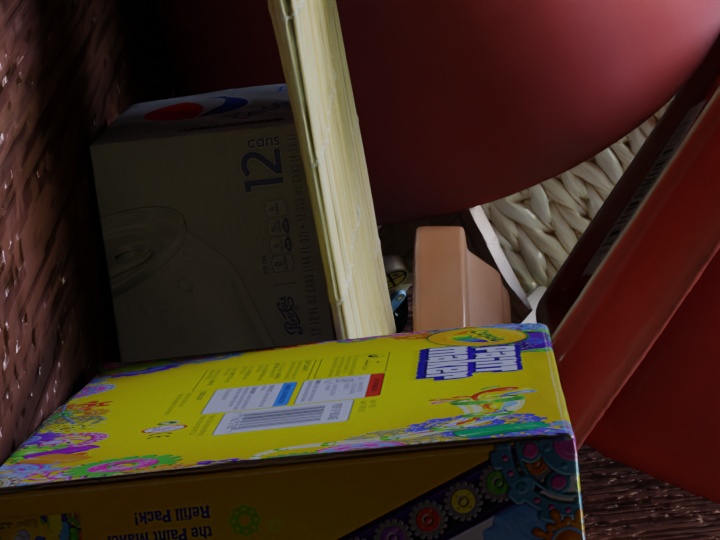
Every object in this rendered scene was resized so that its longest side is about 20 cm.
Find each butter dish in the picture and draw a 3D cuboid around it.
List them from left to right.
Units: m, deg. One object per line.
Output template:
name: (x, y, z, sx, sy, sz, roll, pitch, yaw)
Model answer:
butter dish: (0.152, 0.008, 0.919, 0.200, 0.148, 0.199, -57, -178, 6)

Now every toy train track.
toy train track: (0.000, 0.000, 1.041, 0.200, 0.032, 0.115, -51, -126, 40)

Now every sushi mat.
sushi mat: (-0.005, -0.016, 0.770, 0.096, 0.012, 0.201, -89, 171, -59)

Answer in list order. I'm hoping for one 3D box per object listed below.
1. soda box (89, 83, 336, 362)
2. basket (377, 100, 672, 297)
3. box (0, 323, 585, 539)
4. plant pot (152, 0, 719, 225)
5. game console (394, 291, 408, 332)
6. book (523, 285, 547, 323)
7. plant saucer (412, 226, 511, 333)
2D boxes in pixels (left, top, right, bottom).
soda box: (-0.031, 0.051, 0.829, 0.068, 0.063, 0.201, -76, 159, -76)
basket: (0.080, -0.079, 1.174, 0.200, 0.161, 0.199, 47, 20, -31)
box: (-0.004, 0.122, 0.645, 0.200, 0.121, 0.194, -69, 153, -84)
plant pot: (0.007, -0.143, 0.944, 0.201, 0.200, 0.178, -93, 165, -55)
game console: (-0.045, -0.021, 1.198, 0.176, 0.116, 0.200, 48, 19, -26)
book: (0.035, 0.119, 1.119, 0.134, 0.048, 0.201, -50, 160, -52)
plant saucer: (0.037, 0.086, 0.906, 0.200, 0.032, 0.201, -3, 90, -88)
